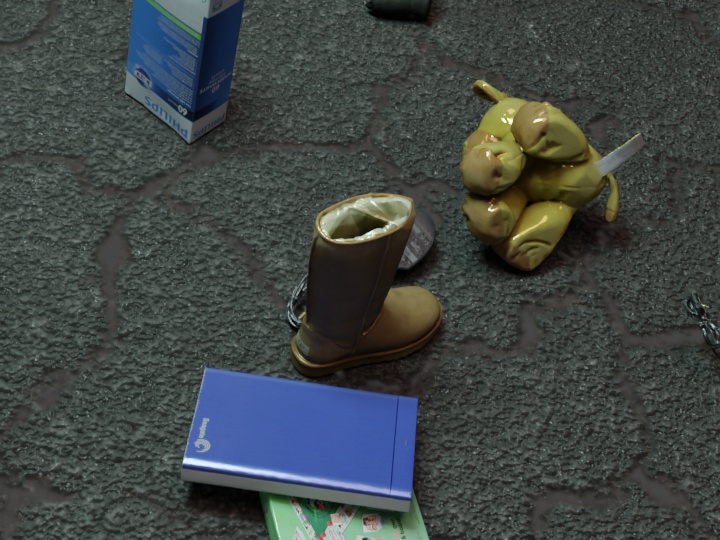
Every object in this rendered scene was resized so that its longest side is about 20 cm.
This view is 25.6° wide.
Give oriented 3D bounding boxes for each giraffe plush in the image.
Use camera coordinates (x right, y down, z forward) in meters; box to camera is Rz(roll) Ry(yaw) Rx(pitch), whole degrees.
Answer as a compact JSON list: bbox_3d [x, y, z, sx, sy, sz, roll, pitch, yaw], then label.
[{"bbox_3d":[0.169,-0.122,1.652,0.199,0.174,0.162,-23,36,-17],"label":"giraffe plush"}]

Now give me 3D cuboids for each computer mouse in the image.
[{"bbox_3d":[0.000,0.000,1.578,0.199,0.034,0.059,-34,81,-29],"label":"computer mouse"}]

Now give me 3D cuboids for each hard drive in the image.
[{"bbox_3d":[-0.051,0.149,1.410,0.198,0.026,0.132,8,36,-1],"label":"hard drive"}]

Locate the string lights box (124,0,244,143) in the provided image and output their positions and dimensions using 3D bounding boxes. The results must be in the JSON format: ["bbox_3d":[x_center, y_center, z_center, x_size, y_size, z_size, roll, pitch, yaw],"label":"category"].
[{"bbox_3d":[-0.181,-0.238,1.618,0.103,0.201,0.059,38,53,18],"label":"string lights box"}]

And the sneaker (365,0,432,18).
[{"bbox_3d":[0.033,-0.381,1.881,0.090,0.076,0.201,-3,48,-7],"label":"sneaker"}]

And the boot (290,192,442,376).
[{"bbox_3d":[0.021,0.007,1.458,0.174,0.201,0.066,-23,59,-29],"label":"boot"}]

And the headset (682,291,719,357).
[{"bbox_3d":[0.425,0.033,1.590,0.199,0.124,0.094,-18,56,-20],"label":"headset"}]

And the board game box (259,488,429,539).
[{"bbox_3d":[0.000,0.260,1.352,0.133,0.029,0.201,-5,52,-17],"label":"board game box"}]
